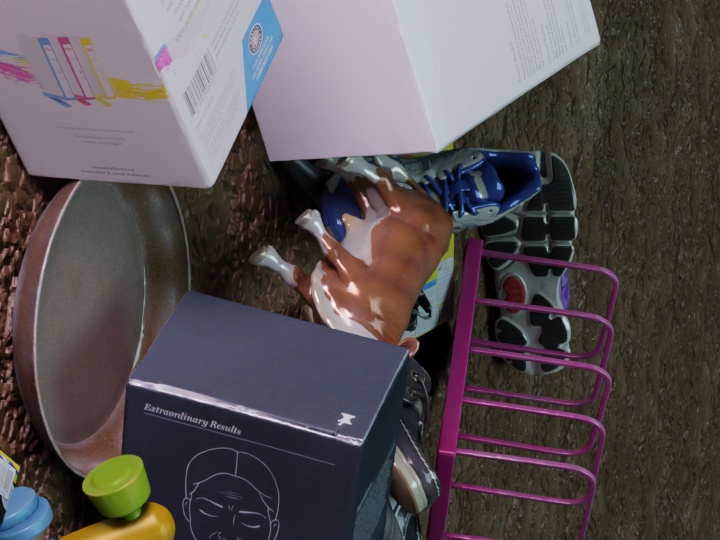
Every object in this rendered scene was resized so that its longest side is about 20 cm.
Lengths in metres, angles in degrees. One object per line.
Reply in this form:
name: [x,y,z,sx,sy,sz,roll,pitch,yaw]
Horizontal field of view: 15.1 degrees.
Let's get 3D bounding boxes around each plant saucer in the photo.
plant saucer: [-0.159,0.026,1.644,0.200,0.032,0.200,7,90,-68]

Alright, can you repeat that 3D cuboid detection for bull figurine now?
bull figurine: [0.000,0.000,1.796,0.121,0.065,0.200,48,36,-14]

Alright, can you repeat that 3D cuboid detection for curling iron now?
curling iron: [-0.003,-0.027,1.940,0.200,0.026,0.050,52,13,-34]

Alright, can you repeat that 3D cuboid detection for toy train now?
toy train: [-0.122,0.156,1.583,0.085,0.200,0.116,-122,-168,-64]

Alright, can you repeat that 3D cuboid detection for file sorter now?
file sorter: [0.127,0.102,2.108,0.139,0.125,0.200,95,3,-55]

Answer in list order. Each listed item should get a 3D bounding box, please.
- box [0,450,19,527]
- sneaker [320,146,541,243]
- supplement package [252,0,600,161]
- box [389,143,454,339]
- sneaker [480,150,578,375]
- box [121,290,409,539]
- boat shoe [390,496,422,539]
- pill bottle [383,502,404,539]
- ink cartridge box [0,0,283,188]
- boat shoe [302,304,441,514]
box: [-0.255,0.089,1.399,0.200,0.070,0.064,52,48,-56]
sneaker: [0.052,-0.058,1.933,0.200,0.088,0.075,-22,94,-52]
supplement package: [0.031,-0.181,1.823,0.200,0.151,0.152,-35,115,-44]
box: [0.029,-0.051,2.044,0.117,0.048,0.200,-24,118,-63]
sneaker: [0.143,-0.012,2.299,0.083,0.081,0.200,-74,166,-64]
box: [-0.064,0.135,1.675,0.107,0.148,0.200,-61,163,-53]
boat shoe: [0.040,0.268,2.090,0.072,0.068,0.200,-6,98,-66]
pill bottle: [-0.040,0.159,1.837,0.200,0.116,0.116,71,33,-42]
ink cartridge box: [-0.145,-0.163,1.536,0.200,0.125,0.129,69,35,-44]
boat shoe: [0.018,0.085,1.889,0.200,0.065,0.072,-121,-168,-47]
